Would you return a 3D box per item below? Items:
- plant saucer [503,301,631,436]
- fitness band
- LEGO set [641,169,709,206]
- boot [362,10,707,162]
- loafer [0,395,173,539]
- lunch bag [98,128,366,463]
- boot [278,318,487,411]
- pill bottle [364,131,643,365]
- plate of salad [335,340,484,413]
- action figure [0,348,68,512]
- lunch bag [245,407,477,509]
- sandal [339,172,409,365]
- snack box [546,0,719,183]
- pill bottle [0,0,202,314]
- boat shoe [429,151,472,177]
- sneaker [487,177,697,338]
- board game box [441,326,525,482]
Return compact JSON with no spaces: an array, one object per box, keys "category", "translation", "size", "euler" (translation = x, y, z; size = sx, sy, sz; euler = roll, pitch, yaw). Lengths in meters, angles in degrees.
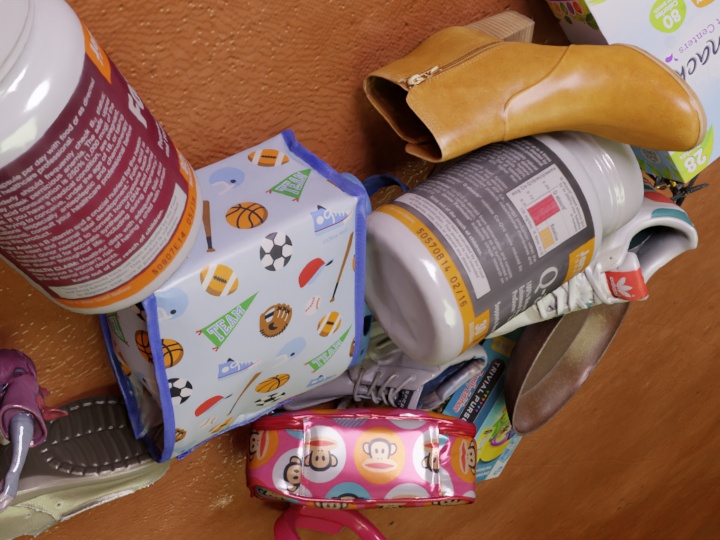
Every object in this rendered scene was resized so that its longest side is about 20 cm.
[{"category":"plant saucer","translation":[0.195,0.066,0.982],"size":[0.200,0.037,0.202],"euler":[-38,148,-29]},{"category":"fitness band","translation":[-0.015,0.304,1.076],"size":[0.037,0.144,0.199],"euler":[-45,146,11]},{"category":"LEGO set","translation":[0.231,-0.087,0.893],"size":[0.198,0.116,0.155],"euler":[-24,143,-23]},{"category":"boot","translation":[0.108,-0.103,0.679],"size":[0.143,0.200,0.071],"euler":[-33,139,-27]},{"category":"loafer","translation":[-0.230,0.151,0.761],"size":[0.198,0.076,0.069],"euler":[-12,140,-22]},{"category":"lunch bag","translation":[-0.089,0.029,0.710],"size":[0.169,0.124,0.202],"euler":[-25,136,-23]},{"category":"boot","translation":[0.017,0.089,0.905],"size":[0.198,0.096,0.074],"euler":[-27,144,-20]},{"category":"pill bottle","translation":[0.099,-0.029,0.732],"size":[0.199,0.116,0.117],"euler":[-31,146,-21]},{"category":"plate of salad","translation":[0.053,0.137,1.040],"size":[0.198,0.048,0.201],"euler":[-26,143,-21]},{"category":"action figure","translation":[-0.264,0.071,0.639],"size":[0.199,0.132,0.151],"euler":[8,82,-63]},{"category":"lunch bag","translation":[-0.001,0.171,0.902],"size":[0.197,0.083,0.176],"euler":[3,165,-4]},{"category":"sandal","translation":[0.000,0.000,0.808],"size":[0.086,0.080,0.201],"euler":[-25,145,-28]},{"category":"snack box","translation":[0.234,-0.194,0.731],"size":[0.168,0.068,0.201],"euler":[-38,111,-4]},{"category":"pill bottle","translation":[-0.170,-0.071,0.523],"size":[0.114,0.114,0.200],"euler":[-37,147,-4]},{"category":"boat shoe","translation":[0.087,-0.031,0.860],"size":[0.066,0.074,0.201],"euler":[-8,126,-58]},{"category":"sneaker","translation":[0.172,-0.001,0.805],"size":[0.198,0.093,0.071],"euler":[-30,123,-9]},{"category":"board game box","translation":[0.150,0.127,1.071],"size":[0.150,0.047,0.202],"euler":[8,114,-61]}]
